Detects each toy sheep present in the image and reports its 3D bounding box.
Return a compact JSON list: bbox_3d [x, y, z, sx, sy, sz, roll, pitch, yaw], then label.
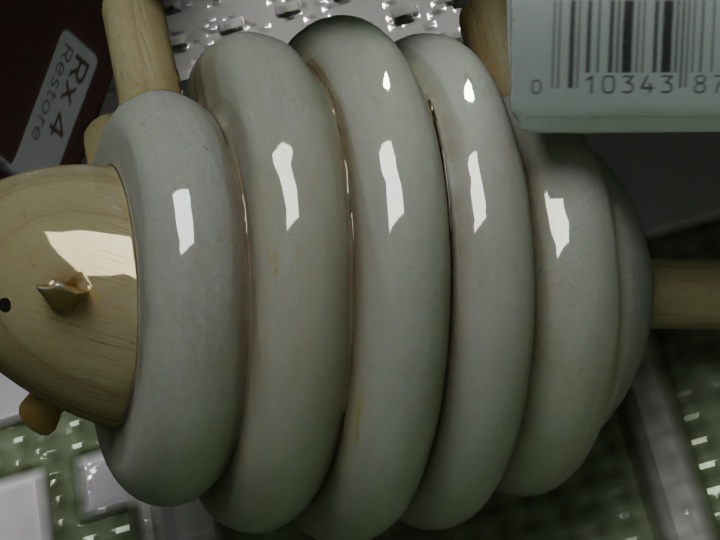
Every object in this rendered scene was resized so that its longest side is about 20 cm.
[{"bbox_3d":[0.000,0.000,0.678,0.200,0.138,0.138,-2,46,-12],"label":"toy sheep"}]

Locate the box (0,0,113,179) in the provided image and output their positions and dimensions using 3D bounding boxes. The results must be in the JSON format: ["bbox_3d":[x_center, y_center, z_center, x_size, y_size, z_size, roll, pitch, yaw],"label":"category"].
[{"bbox_3d":[-0.172,-0.135,0.795,0.200,0.164,0.166,12,75,27],"label":"box"}]

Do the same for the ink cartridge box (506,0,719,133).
[{"bbox_3d":[0.133,-0.094,0.708,0.197,0.047,0.200,-2,31,2],"label":"ink cartridge box"}]
